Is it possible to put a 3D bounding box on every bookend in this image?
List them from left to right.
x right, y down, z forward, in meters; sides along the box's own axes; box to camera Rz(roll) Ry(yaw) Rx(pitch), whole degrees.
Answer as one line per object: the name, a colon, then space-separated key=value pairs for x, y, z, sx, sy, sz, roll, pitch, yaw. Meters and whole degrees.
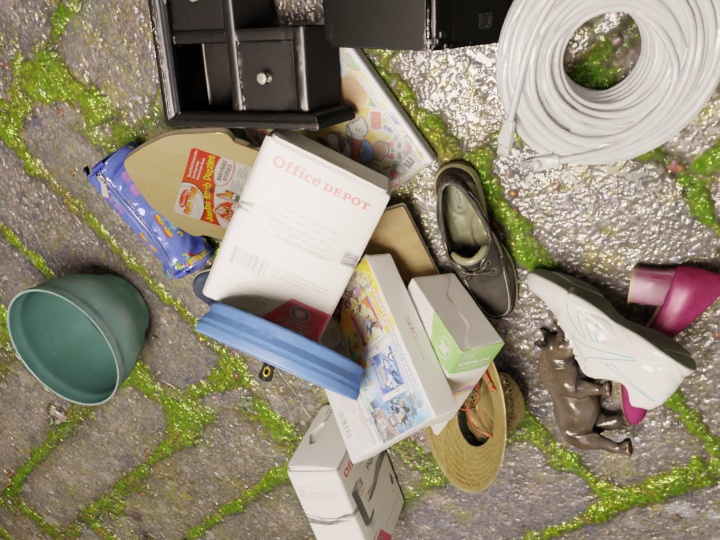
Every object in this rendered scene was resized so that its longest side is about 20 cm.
bookend: x=-0.116 y=-0.257 z=0.673 sx=0.199 sy=0.092 sz=0.200 roll=8 pitch=113 yaw=23

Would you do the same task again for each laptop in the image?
laptop: x=0.069 y=-0.310 z=0.601 sx=0.199 sy=0.103 sz=0.179 roll=-13 pitch=119 yaw=-17

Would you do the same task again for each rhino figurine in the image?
rhino figurine: x=0.263 y=0.135 z=0.767 sx=0.087 sy=0.060 sz=0.201 roll=-12 pitch=108 yaw=36

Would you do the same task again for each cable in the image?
cable: x=0.226 y=-0.196 z=0.582 sx=0.198 sy=0.069 sz=0.201 roll=1 pitch=120 yaw=8

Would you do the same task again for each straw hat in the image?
straw hat: x=0.163 y=0.175 z=0.809 sx=0.084 sy=0.201 sz=0.202 roll=-1 pitch=127 yaw=-25

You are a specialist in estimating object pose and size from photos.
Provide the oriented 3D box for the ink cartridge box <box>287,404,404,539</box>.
ink cartridge box: x=-0.016 y=0.318 z=0.930 sx=0.084 sy=0.146 sz=0.201 roll=-10 pitch=113 yaw=25

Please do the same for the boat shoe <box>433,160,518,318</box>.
boat shoe: x=0.129 y=-0.024 z=0.732 sx=0.071 sy=0.066 sz=0.202 roll=-12 pitch=112 yaw=27

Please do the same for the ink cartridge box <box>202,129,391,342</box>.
ink cartridge box: x=-0.069 y=-0.040 z=0.715 sx=0.146 sy=0.083 sz=0.201 roll=25 pitch=111 yaw=-6

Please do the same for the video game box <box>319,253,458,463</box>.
video game box: x=0.013 y=0.110 z=0.772 sx=0.182 sy=0.047 sz=0.201 roll=-46 pitch=61 yaw=48

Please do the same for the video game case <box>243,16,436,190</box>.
video game case: x=-0.037 y=-0.164 z=0.752 sx=0.181 sy=0.023 sz=0.200 roll=-32 pitch=102 yaw=33

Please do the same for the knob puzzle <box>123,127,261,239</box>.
knob puzzle: x=-0.189 y=-0.112 z=0.786 sx=0.218 sy=0.031 sz=0.220 roll=3 pitch=144 yaw=2

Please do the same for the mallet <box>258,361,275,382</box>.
mallet: x=-0.104 y=0.052 z=0.816 sx=0.066 sy=0.041 sz=0.201 roll=27 pitch=108 yaw=-3

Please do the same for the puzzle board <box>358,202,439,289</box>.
puzzle board: x=0.000 y=0.000 z=0.817 sx=0.199 sy=0.017 sz=0.151 roll=-14 pitch=121 yaw=29

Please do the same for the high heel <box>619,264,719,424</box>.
high heel: x=0.344 y=0.092 z=0.701 sx=0.096 sy=0.067 sz=0.202 roll=9 pitch=117 yaw=30

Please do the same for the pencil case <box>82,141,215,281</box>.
pencil case: x=-0.287 y=-0.078 z=0.865 sx=0.078 sy=0.087 sz=0.201 roll=-28 pitch=105 yaw=28

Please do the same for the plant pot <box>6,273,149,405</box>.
plant pot: x=-0.416 y=0.087 z=0.979 sx=0.199 sy=0.134 sz=0.202 roll=9 pitch=119 yaw=17

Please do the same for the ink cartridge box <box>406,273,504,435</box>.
ink cartridge box: x=0.082 y=0.115 z=0.785 sx=0.117 sy=0.067 sz=0.201 roll=58 pitch=142 yaw=35

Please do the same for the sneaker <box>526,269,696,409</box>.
sneaker: x=0.253 y=0.071 z=0.688 sx=0.200 sy=0.070 sz=0.081 roll=43 pitch=122 yaw=35

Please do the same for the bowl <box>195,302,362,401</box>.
bowl: x=-0.088 y=0.091 z=0.720 sx=0.199 sy=0.040 sz=0.201 roll=23 pitch=168 yaw=5

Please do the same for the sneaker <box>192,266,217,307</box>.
sneaker: x=-0.161 y=0.058 z=0.886 sx=0.199 sy=0.085 sz=0.075 roll=19 pitch=123 yaw=12
